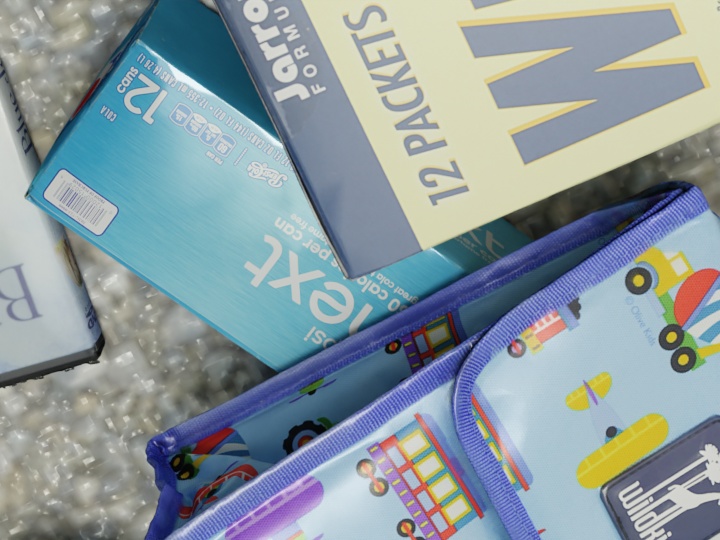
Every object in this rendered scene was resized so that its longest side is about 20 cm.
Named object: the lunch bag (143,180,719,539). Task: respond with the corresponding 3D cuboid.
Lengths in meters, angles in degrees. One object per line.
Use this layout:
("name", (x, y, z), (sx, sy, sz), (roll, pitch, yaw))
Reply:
("lunch bag", (0.060, 0.074, 0.795), (0.200, 0.094, 0.151), (-31, 106, 5))

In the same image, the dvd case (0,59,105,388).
("dvd case", (-0.180, -0.043, 0.865), (0.142, 0.018, 0.200), (-16, 108, 8))

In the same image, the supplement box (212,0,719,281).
("supplement box", (0.060, -0.123, 0.727), (0.200, 0.200, 0.134), (-23, 107, 11))

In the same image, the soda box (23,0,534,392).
("soda box", (0.000, 0.000, 0.843), (0.200, 0.068, 0.064), (36, 110, -9))
